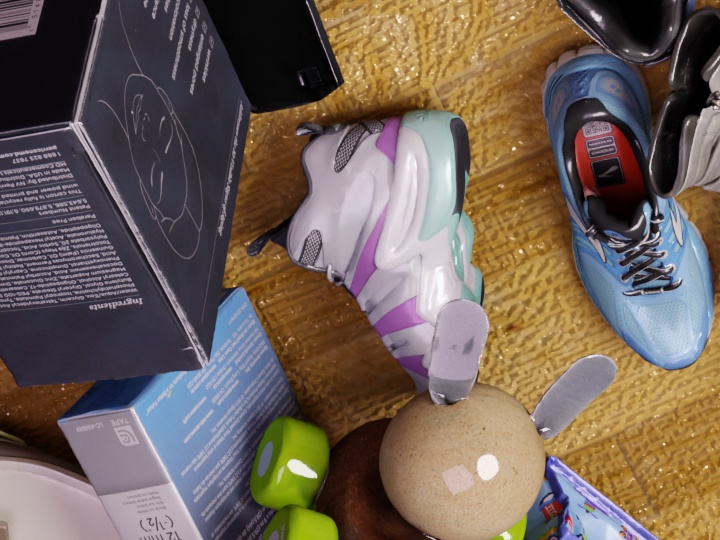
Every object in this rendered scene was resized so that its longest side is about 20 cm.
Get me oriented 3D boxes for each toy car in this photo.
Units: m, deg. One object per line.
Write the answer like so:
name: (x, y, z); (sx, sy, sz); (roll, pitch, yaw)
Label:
toy car: (0.052, 0.103, 1.284); (0.164, 0.158, 0.201); (19, 121, -18)

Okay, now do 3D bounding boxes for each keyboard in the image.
keyboard: (-0.055, -0.191, 1.305); (0.104, 0.040, 0.201); (-6, 115, 36)

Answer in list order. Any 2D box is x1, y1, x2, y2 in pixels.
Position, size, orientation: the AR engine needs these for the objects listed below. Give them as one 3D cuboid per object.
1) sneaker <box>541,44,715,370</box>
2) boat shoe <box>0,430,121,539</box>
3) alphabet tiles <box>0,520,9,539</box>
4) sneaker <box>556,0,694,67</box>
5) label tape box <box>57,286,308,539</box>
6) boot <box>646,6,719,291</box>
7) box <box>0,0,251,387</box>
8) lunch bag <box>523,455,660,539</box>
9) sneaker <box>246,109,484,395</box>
sneaker: (0.149, -0.025, 1.309); (0.078, 0.090, 0.201); (-18, 111, 15)
boat shoe: (-0.231, 0.136, 1.449); (0.200, 0.060, 0.072); (12, 116, 3)
alphabet tiles: (-0.306, 0.184, 1.462); (0.165, 0.006, 0.201); (11, 141, 3)
sneaker: (0.130, -0.206, 1.222); (0.076, 0.111, 0.201); (-16, 110, 14)
label tape box: (-0.084, 0.133, 1.376); (0.066, 0.143, 0.201); (-11, 113, 32)
boot: (0.204, -0.054, 1.265); (0.068, 0.130, 0.201); (26, 117, 44)
box: (-0.154, -0.077, 1.232); (0.123, 0.201, 0.197); (-8, 138, 17)
lunch bag: (0.154, 0.240, 1.433); (0.200, 0.094, 0.151); (34, 111, -17)
sneaker: (0.000, 0.000, 1.357); (0.139, 0.078, 0.201); (0, 109, 13)
